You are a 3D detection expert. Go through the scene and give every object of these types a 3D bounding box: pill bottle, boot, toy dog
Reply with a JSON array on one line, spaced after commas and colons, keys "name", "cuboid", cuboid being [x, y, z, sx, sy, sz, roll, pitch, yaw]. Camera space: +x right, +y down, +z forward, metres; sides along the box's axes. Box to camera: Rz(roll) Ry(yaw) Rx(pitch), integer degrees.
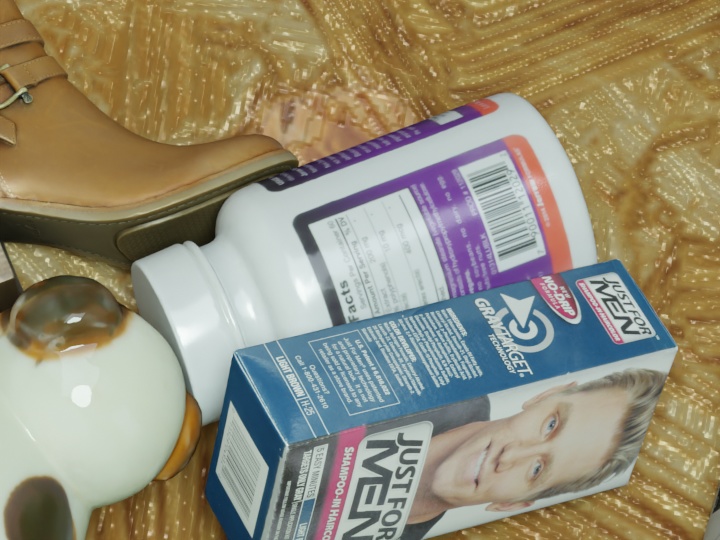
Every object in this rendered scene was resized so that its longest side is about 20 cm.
[{"name": "pill bottle", "cuboid": [0.000, 0.000, 1.331, 0.199, 0.111, 0.112, -21, 73, -13]}, {"name": "boot", "cuboid": [-0.144, -0.069, 1.370, 0.199, 0.077, 0.156, -22, 69, -6]}, {"name": "toy dog", "cuboid": [-0.161, 0.092, 1.237, 0.140, 0.194, 0.200, 49, 64, -26]}]

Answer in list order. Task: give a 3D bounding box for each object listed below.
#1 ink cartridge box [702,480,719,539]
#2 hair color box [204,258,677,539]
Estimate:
[{"name": "ink cartridge box", "cuboid": [0.243, 0.109, 1.333, 0.145, 0.084, 0.201, 19, 69, 1]}, {"name": "hair color box", "cuboid": [0.036, 0.068, 1.289, 0.199, 0.100, 0.061, -13, 51, -25]}]
